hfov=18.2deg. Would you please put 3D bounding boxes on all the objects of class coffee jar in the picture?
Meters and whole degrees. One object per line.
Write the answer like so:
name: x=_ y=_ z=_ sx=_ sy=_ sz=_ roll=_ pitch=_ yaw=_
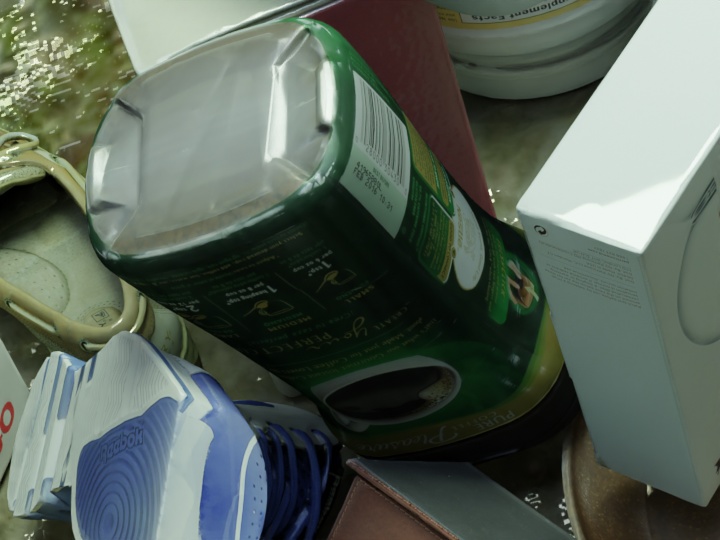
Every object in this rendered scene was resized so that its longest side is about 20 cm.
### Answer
coffee jar: x=0.000 y=0.000 z=0.787 sx=0.104 sy=0.200 sz=0.086 roll=-17 pitch=55 yaw=25

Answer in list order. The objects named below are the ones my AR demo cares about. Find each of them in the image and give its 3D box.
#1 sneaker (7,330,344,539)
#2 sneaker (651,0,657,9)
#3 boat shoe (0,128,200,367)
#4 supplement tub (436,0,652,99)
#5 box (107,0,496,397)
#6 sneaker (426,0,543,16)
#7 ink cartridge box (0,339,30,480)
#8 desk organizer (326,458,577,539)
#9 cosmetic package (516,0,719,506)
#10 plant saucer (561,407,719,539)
sneaker: x=-0.050 y=0.071 z=0.814 sx=0.115 sy=0.199 sz=0.081 roll=13 pitch=86 yaw=-20
sneaker: x=0.133 y=-0.088 z=0.894 sx=0.075 sy=0.115 sz=0.200 roll=15 pitch=59 yaw=28
boat shoe: x=-0.140 y=-0.014 z=0.958 sx=0.073 sy=0.063 sz=0.201 roll=-34 pitch=51 yaw=-10
supplement tub: x=0.055 y=-0.182 z=0.937 sx=0.145 sy=0.200 sz=0.146 roll=-9 pitch=52 yaw=11
box: x=-0.023 y=-0.070 z=0.874 sx=0.109 sy=0.200 sz=0.128 roll=-22 pitch=51 yaw=-1
sneaker: x=-0.021 y=-0.150 z=0.757 sx=0.199 sy=0.080 sz=0.079 roll=17 pitch=59 yaw=26
ink cartridge box: x=-0.211 y=0.047 z=0.846 sx=0.084 sy=0.200 sz=0.145 roll=8 pitch=56 yaw=19
desk organizer: x=0.070 y=0.145 z=0.744 sx=0.200 sy=0.072 sz=0.077 roll=33 pitch=105 yaw=35
cosmetic package: x=0.137 y=-0.041 z=0.787 sx=0.052 sy=0.151 sz=0.200 roll=22 pitch=63 yaw=29
plant saucer: x=0.173 y=0.070 z=0.809 sx=0.200 sy=0.037 sz=0.201 roll=-9 pitch=51 yaw=11
